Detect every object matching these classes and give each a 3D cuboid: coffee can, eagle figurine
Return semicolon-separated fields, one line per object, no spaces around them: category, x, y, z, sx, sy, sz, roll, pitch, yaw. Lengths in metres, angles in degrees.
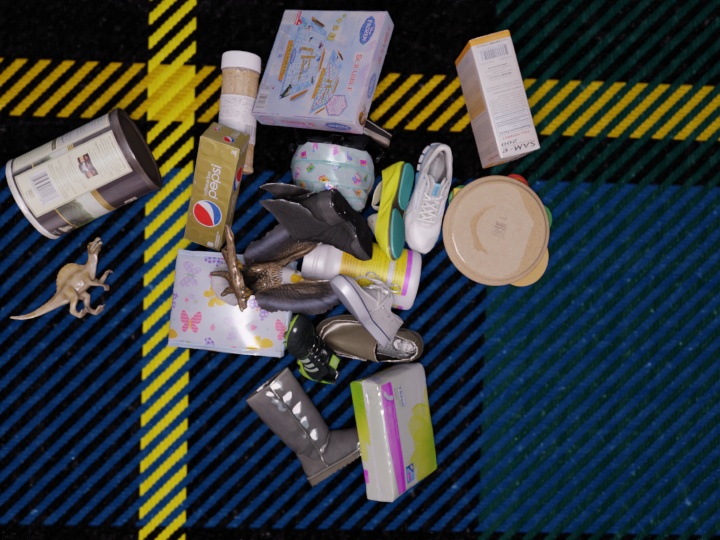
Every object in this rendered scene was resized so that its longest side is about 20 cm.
coffee can;-0.456;-0.161;1.120;0.199;0.146;0.147;-25;92;-1
eagle figurine;-0.123;0.002;1.058;0.151;0.199;0.153;43;127;27

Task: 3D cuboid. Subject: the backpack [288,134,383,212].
backpack;-0.041;-0.158;1.107;0.165;0.200;0.128;1;94;-2

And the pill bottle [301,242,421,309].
pill bottle;0.000;0.000;1.162;0.198;0.104;0.105;11;91;-3

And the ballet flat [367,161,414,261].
ballet flat;0.047;-0.100;1.152;0.066;0.067;0.202;-4;57;25

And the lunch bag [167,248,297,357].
lunch bag;-0.211;0.056;1.148;0.198;0.127;0.172;4;89;8

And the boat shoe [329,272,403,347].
boat shoe;0.025;0.047;1.072;0.086;0.202;0.075;-44;50;-5

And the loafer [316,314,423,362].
loafer;0.017;0.122;1.182;0.198;0.070;0.076;5;92;-2

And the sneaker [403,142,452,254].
sneaker;0.119;-0.128;1.172;0.074;0.087;0.202;9;93;-4

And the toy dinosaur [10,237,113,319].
toy dinosaur;-0.503;0.038;1.180;0.101;0.058;0.200;40;82;12

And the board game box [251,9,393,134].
board game box;-0.063;-0.333;1.114;0.198;0.041;0.202;12;79;25

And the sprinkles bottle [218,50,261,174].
sprinkles bottle;-0.212;-0.272;1.164;0.067;0.068;0.202;4;92;-2

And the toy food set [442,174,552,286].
toy food set;0.244;-0.073;1.196;0.198;0.049;0.200;2;91;-2

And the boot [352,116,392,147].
boot;-0.002;-0.322;1.169;0.199;0.073;0.151;34;91;6

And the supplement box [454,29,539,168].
supplement box;0.232;-0.288;1.151;0.073;0.126;0.202;-15;93;-3

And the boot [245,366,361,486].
boot;-0.079;0.257;1.192;0.181;0.073;0.201;-33;86;-3

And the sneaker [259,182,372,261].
sneaker;-0.061;-0.070;1.014;0.103;0.200;0.061;-11;58;21

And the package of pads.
package of pads;0.062;0.269;1.150;0.068;0.154;0.202;-6;93;36

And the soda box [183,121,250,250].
soda box;-0.241;-0.138;1.121;0.067;0.064;0.201;18;123;-2

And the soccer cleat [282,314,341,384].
soccer cleat;-0.075;0.134;1.124;0.080;0.201;0.068;17;64;16
